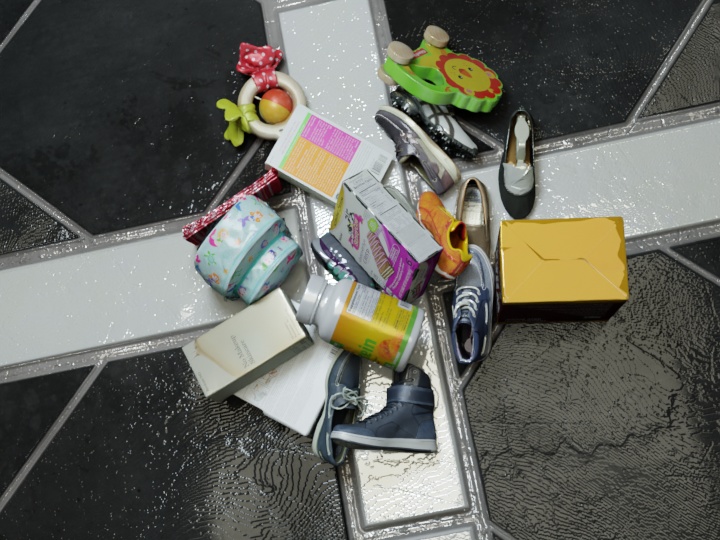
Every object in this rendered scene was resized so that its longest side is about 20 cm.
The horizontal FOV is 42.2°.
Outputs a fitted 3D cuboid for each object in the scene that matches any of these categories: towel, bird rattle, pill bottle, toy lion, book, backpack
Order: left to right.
[{"bbox_3d":[-0.224,-0.111,1.657,0.199,0.145,0.023,-34,87,-3],"label":"towel"},{"bbox_3d":[-0.195,-0.031,1.607,0.150,0.200,0.178,38,83,13],"label":"backpack"},{"bbox_3d":[-0.178,-0.319,1.743,0.162,0.113,0.202,25,70,-3],"label":"bird rattle"},{"bbox_3d":[-0.056,-0.198,1.692,0.198,0.048,0.135,29,80,-2],"label":"book"},{"bbox_3d":[-0.003,0.081,1.543,0.198,0.111,0.112,22,80,0],"label":"pill bottle"},{"bbox_3d":[0.156,-0.346,1.667,0.191,0.069,0.199,41,43,14],"label":"toy lion"}]

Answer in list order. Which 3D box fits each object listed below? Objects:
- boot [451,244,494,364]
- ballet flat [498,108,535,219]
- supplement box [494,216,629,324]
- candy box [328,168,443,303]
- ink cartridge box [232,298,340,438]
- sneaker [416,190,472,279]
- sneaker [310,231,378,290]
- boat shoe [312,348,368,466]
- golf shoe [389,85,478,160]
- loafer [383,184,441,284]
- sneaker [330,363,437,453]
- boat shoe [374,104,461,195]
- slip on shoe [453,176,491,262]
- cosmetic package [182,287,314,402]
[{"bbox_3d":[0.188,0.057,1.578,0.072,0.090,0.203,-6,89,20],"label":"boot"},{"bbox_3d":[0.279,-0.195,1.661,0.067,0.068,0.203,0,77,6],"label":"ballet flat"},{"bbox_3d":[0.324,0.005,1.542,0.194,0.200,0.135,-2,77,6],"label":"supplement box"},{"bbox_3d":[0.038,-0.053,1.578,0.061,0.137,0.200,-29,66,-31],"label":"candy box"},{"bbox_3d":[-0.118,0.164,1.635,0.172,0.044,0.202,26,82,16],"label":"ink cartridge box"},{"bbox_3d":[0.151,-0.071,1.608,0.077,0.072,0.201,-47,40,28],"label":"sneaker"},{"bbox_3d":[0.000,0.000,1.646,0.087,0.075,0.200,-39,75,-9],"label":"sneaker"},{"bbox_3d":[-0.030,0.229,1.577,0.062,0.074,0.202,14,85,54],"label":"boat shoe"},{"bbox_3d":[0.149,-0.285,1.692,0.200,0.078,0.095,41,84,12],"label":"golf shoe"},{"bbox_3d":[0.085,-0.069,1.651,0.069,0.070,0.201,-32,75,2],"label":"loafer"},{"bbox_3d":[0.040,0.226,1.553,0.200,0.077,0.148,9,77,-32],"label":"sneaker"},{"bbox_3d":[0.094,-0.217,1.685,0.200,0.072,0.065,44,77,8],"label":"boat shoe"},{"bbox_3d":[0.197,-0.066,1.644,0.075,0.061,0.203,5,78,7],"label":"slip on shoe"},{"bbox_3d":[-0.191,0.129,1.597,0.199,0.073,0.104,-32,73,0],"label":"cosmetic package"}]
